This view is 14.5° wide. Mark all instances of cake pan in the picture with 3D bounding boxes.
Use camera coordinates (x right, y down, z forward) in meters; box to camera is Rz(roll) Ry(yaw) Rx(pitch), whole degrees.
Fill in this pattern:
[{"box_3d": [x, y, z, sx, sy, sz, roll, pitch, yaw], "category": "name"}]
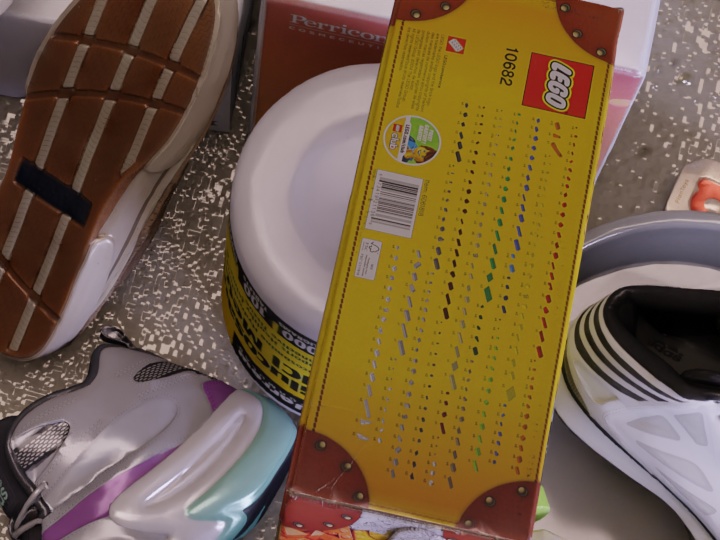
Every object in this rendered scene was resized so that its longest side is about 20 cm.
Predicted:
[{"box_3d": [0.139, 0.075, 1.204, 0.199, 0.037, 0.201, 1, 75, -5], "category": "cake pan"}]

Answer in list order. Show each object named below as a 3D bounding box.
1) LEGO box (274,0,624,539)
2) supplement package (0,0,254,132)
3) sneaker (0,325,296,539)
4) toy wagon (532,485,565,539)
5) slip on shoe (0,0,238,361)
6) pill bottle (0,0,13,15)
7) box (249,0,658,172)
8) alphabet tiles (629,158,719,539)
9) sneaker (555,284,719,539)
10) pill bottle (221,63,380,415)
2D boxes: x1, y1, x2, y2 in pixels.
[{"box_3d": [0.025, 0.026, 0.940, 0.077, 0.149, 0.201, 12, 61, 1], "category": "LEGO box"}, {"box_3d": [-0.092, -0.177, 1.237, 0.113, 0.110, 0.201, 9, 74, -1], "category": "supplement package"}, {"box_3d": [-0.129, 0.115, 1.178, 0.139, 0.078, 0.200, 29, 65, 6], "category": "sneaker"}, {"box_3d": [0.018, 0.165, 0.981, 0.199, 0.040, 0.156, -14, 71, -13], "category": "toy wagon"}, {"box_3d": [-0.100, -0.050, 1.170, 0.076, 0.061, 0.201, 35, 119, 16], "category": "slip on shoe"}, {"box_3d": [-0.228, -0.139, 1.164, 0.113, 0.199, 0.114, -4, 96, -44], "category": "pill bottle"}, {"box_3d": [0.038, -0.110, 1.174, 0.151, 0.200, 0.107, 12, 74, 0], "category": "box"}, {"box_3d": [0.209, 0.042, 1.248, 0.195, 0.015, 0.201, 25, 75, 0], "category": "alphabet tiles"}, {"box_3d": [0.165, 0.078, 1.127, 0.200, 0.115, 0.076, 36, 75, 3], "category": "sneaker"}, {"box_3d": [0.000, 0.000, 1.148, 0.112, 0.200, 0.113, 1, 74, -4], "category": "pill bottle"}]
